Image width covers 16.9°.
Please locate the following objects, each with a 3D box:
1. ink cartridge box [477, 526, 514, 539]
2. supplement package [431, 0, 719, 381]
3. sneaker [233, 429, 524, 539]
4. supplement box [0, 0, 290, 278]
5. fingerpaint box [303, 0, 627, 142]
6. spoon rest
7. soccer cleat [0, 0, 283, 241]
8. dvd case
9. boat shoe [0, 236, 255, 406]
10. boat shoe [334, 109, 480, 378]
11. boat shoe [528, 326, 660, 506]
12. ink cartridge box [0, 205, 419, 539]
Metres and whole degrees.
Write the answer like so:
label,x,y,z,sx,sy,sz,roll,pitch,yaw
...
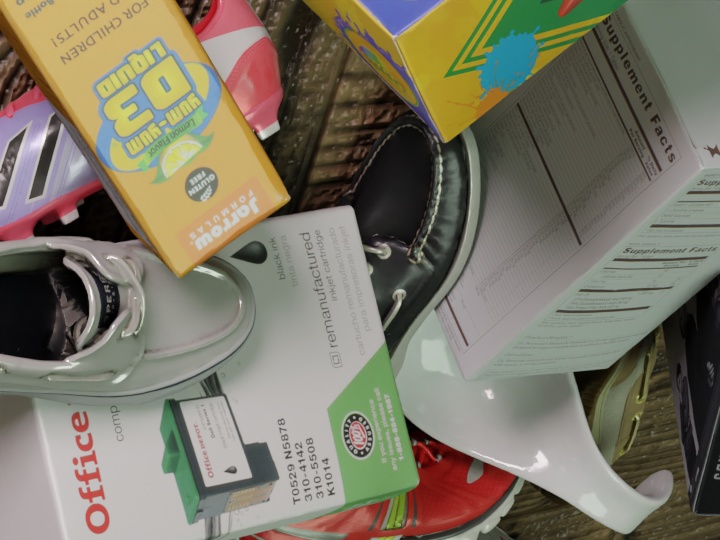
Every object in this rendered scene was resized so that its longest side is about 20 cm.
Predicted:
label,x,y,z,sx,sy,sz,roll,pitch,yaw
ink cartridge box,0.124,0.265,1.501,0.086,0.200,0.148,-44,143,4
supplement package,0.126,-0.043,1.225,0.109,0.114,0.200,-3,151,-40
sneaker,0.013,0.117,1.366,0.199,0.077,0.085,-20,132,-28
supplement box,-0.107,-0.096,1.005,0.066,0.069,0.201,-36,123,-8
fingerpaint box,0.034,-0.175,0.996,0.166,0.200,0.074,-37,142,-5
spoon rest,0.098,0.081,1.354,0.200,0.061,0.099,39,108,-18
soccer cleat,-0.129,-0.064,1.084,0.199,0.067,0.077,-23,102,-11
dvd case,0.192,0.010,1.332,0.024,0.201,0.151,3,132,-3
boat shoe,-0.124,0.016,1.043,0.199,0.073,0.066,3,164,-33
boat shoe,0.000,0.000,1.245,0.060,0.074,0.201,-12,142,-40
boat shoe,0.138,0.045,1.418,0.066,0.074,0.201,-29,144,-37
ink cartridge box,-0.087,0.059,1.149,0.199,0.147,0.084,-11,174,-36
